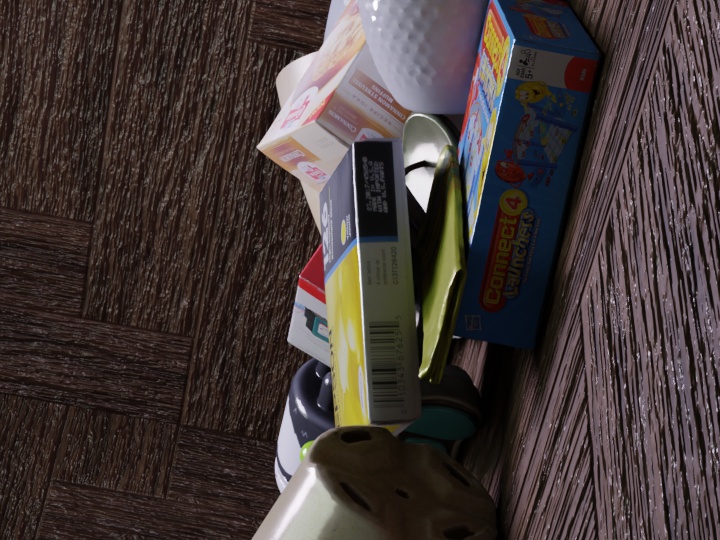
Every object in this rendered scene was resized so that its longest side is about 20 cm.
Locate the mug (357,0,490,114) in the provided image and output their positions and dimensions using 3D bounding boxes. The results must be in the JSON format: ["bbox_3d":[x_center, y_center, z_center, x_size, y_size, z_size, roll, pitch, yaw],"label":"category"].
[{"bbox_3d":[0.082,-0.217,1.465,0.200,0.147,0.176,-28,-61,-54],"label":"mug"}]

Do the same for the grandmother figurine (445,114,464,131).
[{"bbox_3d":[0.099,-0.190,1.694,0.121,0.060,0.201,76,-164,-59],"label":"grandmother figurine"}]

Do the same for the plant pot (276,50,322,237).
[{"bbox_3d":[0.014,-0.105,2.009,0.187,0.187,0.201,113,154,-73],"label":"plant pot"}]

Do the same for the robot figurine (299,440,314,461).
[{"bbox_3d":[-0.006,0.225,1.655,0.200,0.115,0.176,-98,6,-79],"label":"robot figurine"}]

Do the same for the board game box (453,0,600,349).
[{"bbox_3d":[0.101,-0.074,1.311,0.200,0.056,0.196,-92,13,-74],"label":"board game box"}]

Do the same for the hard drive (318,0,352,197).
[{"bbox_3d":[0.011,-0.153,1.769,0.135,0.042,0.201,-3,-82,-56],"label":"hard drive"}]

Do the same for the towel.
[{"bbox_3d":[0.052,-0.008,1.305,0.200,0.018,0.086,-88,8,-64],"label":"towel"}]

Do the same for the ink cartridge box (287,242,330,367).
[{"bbox_3d":[0.000,0.000,1.693,0.116,0.067,0.200,-56,-7,-22],"label":"ink cartridge box"}]

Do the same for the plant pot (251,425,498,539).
[{"bbox_3d":[-0.002,0.212,1.291,0.201,0.200,0.184,-88,21,-65],"label":"plant pot"}]

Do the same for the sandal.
[{"bbox_3d":[0.038,-0.023,1.476,0.080,0.057,0.202,3,82,52],"label":"sandal"}]

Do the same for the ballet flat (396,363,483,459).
[{"bbox_3d":[0.054,0.103,1.474,0.200,0.069,0.070,111,169,-68],"label":"ballet flat"}]

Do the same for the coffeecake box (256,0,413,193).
[{"bbox_3d":[0.014,-0.172,1.621,0.200,0.073,0.153,-59,15,-15],"label":"coffeecake box"}]

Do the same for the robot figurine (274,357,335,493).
[{"bbox_3d":[-0.021,0.162,1.963,0.150,0.125,0.200,-39,-27,-42],"label":"robot figurine"}]

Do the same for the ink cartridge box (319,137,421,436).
[{"bbox_3d":[0.000,0.026,1.416,0.200,0.047,0.198,132,135,-72],"label":"ink cartridge box"}]
